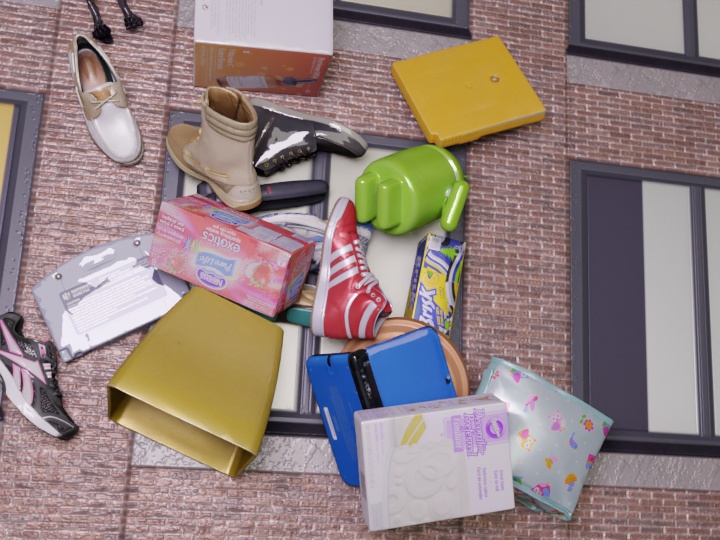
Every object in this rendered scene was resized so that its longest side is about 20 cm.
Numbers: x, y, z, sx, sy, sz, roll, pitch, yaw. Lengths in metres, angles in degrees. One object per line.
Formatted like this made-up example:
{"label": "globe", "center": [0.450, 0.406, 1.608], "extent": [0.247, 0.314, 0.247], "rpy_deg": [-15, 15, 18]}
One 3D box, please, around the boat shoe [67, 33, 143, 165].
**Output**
{"label": "boat shoe", "center": [-0.380, -0.250, 1.171], "extent": [0.074, 0.068, 0.201], "rpy_deg": [-26, 85, -15]}

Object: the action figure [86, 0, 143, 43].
{"label": "action figure", "center": [-0.396, -0.452, 1.191], "extent": [0.118, 0.102, 0.201], "rpy_deg": [-23, 86, -22]}

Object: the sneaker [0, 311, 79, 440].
{"label": "sneaker", "center": [-0.441, 0.137, 1.076], "extent": [0.086, 0.080, 0.200], "rpy_deg": [-40, 90, -17]}

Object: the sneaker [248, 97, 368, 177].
{"label": "sneaker", "center": [-0.094, -0.182, 1.221], "extent": [0.198, 0.075, 0.107], "rpy_deg": [17, 80, 2]}

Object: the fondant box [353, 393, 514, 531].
{"label": "fondant box", "center": [0.097, 0.251, 1.055], "extent": [0.198, 0.058, 0.146], "rpy_deg": [-6, 94, -11]}

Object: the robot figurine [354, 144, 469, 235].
{"label": "robot figurine", "center": [0.077, -0.123, 1.196], "extent": [0.199, 0.175, 0.117], "rpy_deg": [-26, 122, -44]}

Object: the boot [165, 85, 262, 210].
{"label": "boot", "center": [-0.210, -0.195, 1.123], "extent": [0.073, 0.156, 0.200], "rpy_deg": [-28, 54, -30]}

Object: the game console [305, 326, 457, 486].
{"label": "game console", "center": [0.038, 0.194, 1.128], "extent": [0.118, 0.170, 0.202], "rpy_deg": [-22, 97, -41]}

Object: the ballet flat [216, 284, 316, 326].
{"label": "ballet flat", "center": [-0.116, 0.046, 1.180], "extent": [0.198, 0.069, 0.063], "rpy_deg": [11, 49, -12]}

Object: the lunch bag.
{"label": "lunch bag", "center": [0.240, 0.244, 1.176], "extent": [0.199, 0.122, 0.171], "rpy_deg": [31, 75, -10]}

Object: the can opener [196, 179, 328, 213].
{"label": "can opener", "center": [-0.144, -0.112, 1.195], "extent": [0.198, 0.063, 0.079], "rpy_deg": [-7, 80, -13]}

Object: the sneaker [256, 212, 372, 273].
{"label": "sneaker", "center": [-0.077, -0.040, 1.187], "extent": [0.198, 0.077, 0.086], "rpy_deg": [4, 87, -15]}

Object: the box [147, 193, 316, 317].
{"label": "box", "center": [-0.176, -0.024, 1.095], "extent": [0.199, 0.103, 0.095], "rpy_deg": [22, 106, 11]}

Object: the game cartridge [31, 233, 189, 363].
{"label": "game cartridge", "center": [-0.354, 0.030, 1.138], "extent": [0.199, 0.041, 0.134], "rpy_deg": [-25, 88, -15]}

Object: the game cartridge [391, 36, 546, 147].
{"label": "game cartridge", "center": [0.172, -0.288, 1.287], "extent": [0.198, 0.033, 0.177], "rpy_deg": [-17, 62, -13]}

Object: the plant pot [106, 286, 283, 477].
{"label": "plant pot", "center": [-0.206, 0.143, 1.074], "extent": [0.199, 0.200, 0.177], "rpy_deg": [27, 63, -5]}

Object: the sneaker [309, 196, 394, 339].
{"label": "sneaker", "center": [0.000, 0.000, 1.121], "extent": [0.111, 0.071, 0.202], "rpy_deg": [8, 85, 15]}

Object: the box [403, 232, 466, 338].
{"label": "box", "center": [0.106, 0.051, 1.211], "extent": [0.064, 0.070, 0.202], "rpy_deg": [14, 76, -7]}

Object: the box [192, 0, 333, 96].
{"label": "box", "center": [-0.149, -0.347, 1.195], "extent": [0.198, 0.152, 0.107], "rpy_deg": [2, 78, -11]}

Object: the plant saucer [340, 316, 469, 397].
{"label": "plant saucer", "center": [0.056, 0.168, 1.145], "extent": [0.198, 0.032, 0.202], "rpy_deg": [2, 100, 14]}
